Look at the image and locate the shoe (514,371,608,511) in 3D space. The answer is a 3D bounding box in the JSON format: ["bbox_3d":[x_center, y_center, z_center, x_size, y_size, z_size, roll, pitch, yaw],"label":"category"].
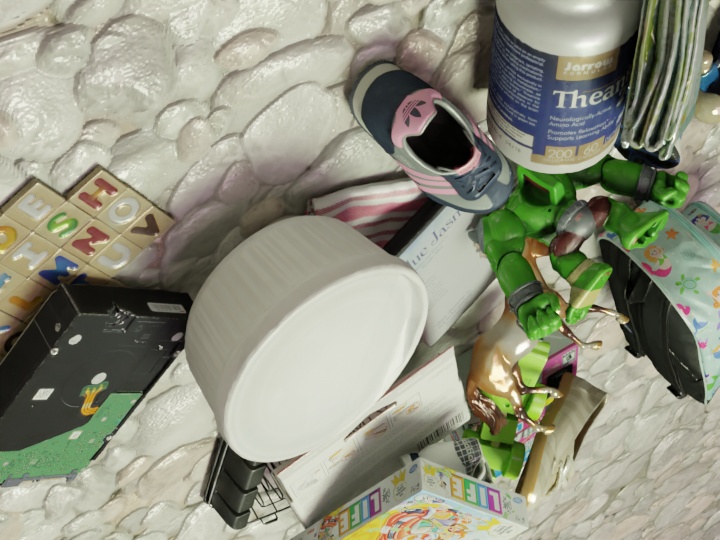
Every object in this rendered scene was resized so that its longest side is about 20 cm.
[{"bbox_3d":[0.206,0.175,1.396,0.200,0.053,0.071,-54,161,-49],"label":"shoe"}]

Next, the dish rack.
[{"bbox_3d":[-0.050,0.177,1.361,0.198,0.055,0.154,-16,144,-34],"label":"dish rack"}]

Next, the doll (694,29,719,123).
[{"bbox_3d":[0.358,-0.214,1.249,0.135,0.049,0.201,-14,142,-31],"label":"doll"}]

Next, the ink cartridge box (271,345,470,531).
[{"bbox_3d":[0.007,0.150,1.288,0.199,0.045,0.177,-35,151,-9],"label":"ink cartridge box"}]

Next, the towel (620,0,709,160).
[{"bbox_3d":[0.238,-0.187,1.027,0.200,0.047,0.174,-48,147,-65],"label":"towel"}]

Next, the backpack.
[{"bbox_3d":[0.334,0.018,1.413,0.150,0.178,0.200,-39,139,-1],"label":"backpack"}]

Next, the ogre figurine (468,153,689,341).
[{"bbox_3d":[0.185,-0.042,1.200,0.200,0.120,0.098,-49,158,3],"label":"ogre figurine"}]

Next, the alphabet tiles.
[{"bbox_3d":[-0.234,0.010,0.999,0.199,0.008,0.167,-40,148,7],"label":"alphabet tiles"}]

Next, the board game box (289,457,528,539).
[{"bbox_3d":[0.043,0.249,1.295,0.133,0.035,0.200,23,136,-31],"label":"board game box"}]

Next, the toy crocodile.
[{"bbox_3d":[0.143,0.148,1.393,0.067,0.062,0.202,14,119,-3],"label":"toy crocodile"}]

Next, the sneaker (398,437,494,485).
[{"bbox_3d":[0.099,0.225,1.370,0.080,0.077,0.200,-27,153,-1],"label":"sneaker"}]

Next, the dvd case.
[{"bbox_3d":[0.084,-0.016,1.234,0.143,0.018,0.200,-46,153,-4],"label":"dvd case"}]

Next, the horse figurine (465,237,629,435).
[{"bbox_3d":[0.159,0.072,1.302,0.132,0.050,0.201,29,104,-16],"label":"horse figurine"}]

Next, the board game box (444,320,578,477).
[{"bbox_3d":[0.166,0.145,1.522,0.146,0.065,0.201,-28,148,-12],"label":"board game box"}]

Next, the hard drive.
[{"bbox_3d":[-0.229,0.093,1.074,0.139,0.038,0.201,5,131,-53],"label":"hard drive"}]

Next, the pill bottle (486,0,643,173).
[{"bbox_3d":[0.155,-0.177,1.035,0.110,0.111,0.201,-25,147,-17],"label":"pill bottle"}]

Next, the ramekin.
[{"bbox_3d":[-0.049,0.047,1.086,0.201,0.094,0.204,-30,146,-23],"label":"ramekin"}]

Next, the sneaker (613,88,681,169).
[{"bbox_3d":[0.231,-0.168,1.180,0.200,0.075,0.078,46,61,-51],"label":"sneaker"}]

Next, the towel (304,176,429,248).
[{"bbox_3d":[0.000,0.000,1.197,0.145,0.030,0.201,-16,143,-31],"label":"towel"}]

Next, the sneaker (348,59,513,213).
[{"bbox_3d":[0.072,-0.086,1.070,0.199,0.082,0.071,30,97,-46],"label":"sneaker"}]
